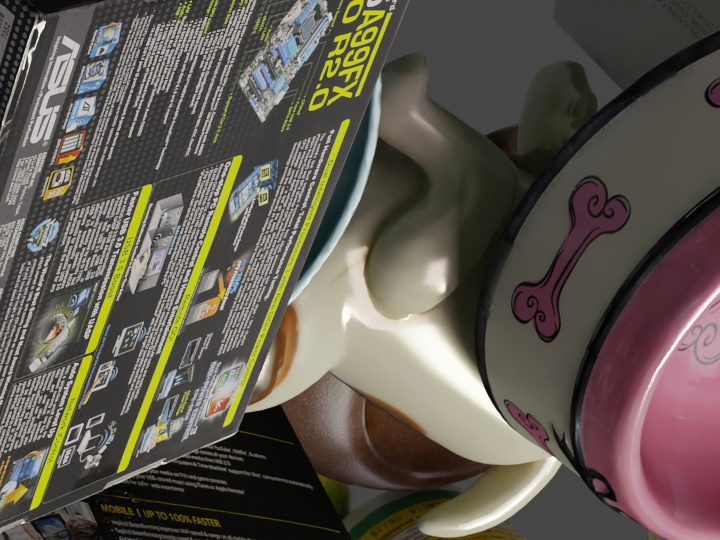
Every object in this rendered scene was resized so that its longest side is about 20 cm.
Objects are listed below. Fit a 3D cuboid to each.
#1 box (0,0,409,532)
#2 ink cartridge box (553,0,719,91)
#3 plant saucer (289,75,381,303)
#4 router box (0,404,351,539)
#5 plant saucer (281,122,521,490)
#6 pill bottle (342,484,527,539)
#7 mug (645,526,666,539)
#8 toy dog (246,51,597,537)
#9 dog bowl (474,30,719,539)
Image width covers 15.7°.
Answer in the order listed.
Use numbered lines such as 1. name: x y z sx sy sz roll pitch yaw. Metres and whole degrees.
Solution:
1. box: -0.073 -0.016 0.741 0.160 0.044 0.200 -22 144 -47
2. ink cartridge box: 0.174 -0.148 0.937 0.147 0.146 0.200 -21 139 -24
3. plant saucer: -0.094 -0.057 0.840 0.200 0.036 0.200 -5 111 -14
4. router box: -0.094 0.076 0.930 0.200 0.149 0.051 15 127 -47
5. plant saucer: 0.055 0.024 1.111 0.200 0.032 0.200 -24 142 -20
6. pill bottle: 0.062 0.181 1.118 0.113 0.200 0.113 -12 118 -24
7. mug: 0.227 0.135 1.286 0.153 0.149 0.187 -19 133 -14
8. toy dog: 0.000 0.000 0.959 0.200 0.140 0.194 4 119 -27
9. dog bowl: 0.143 0.011 0.894 0.200 0.074 0.200 -18 136 -18
